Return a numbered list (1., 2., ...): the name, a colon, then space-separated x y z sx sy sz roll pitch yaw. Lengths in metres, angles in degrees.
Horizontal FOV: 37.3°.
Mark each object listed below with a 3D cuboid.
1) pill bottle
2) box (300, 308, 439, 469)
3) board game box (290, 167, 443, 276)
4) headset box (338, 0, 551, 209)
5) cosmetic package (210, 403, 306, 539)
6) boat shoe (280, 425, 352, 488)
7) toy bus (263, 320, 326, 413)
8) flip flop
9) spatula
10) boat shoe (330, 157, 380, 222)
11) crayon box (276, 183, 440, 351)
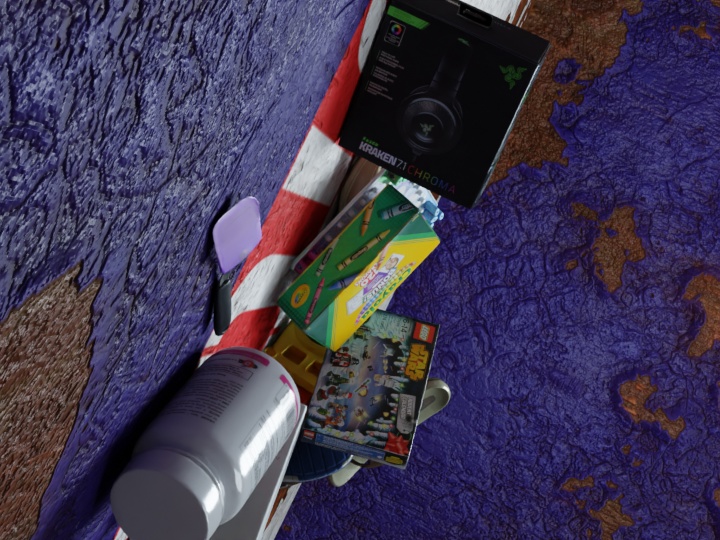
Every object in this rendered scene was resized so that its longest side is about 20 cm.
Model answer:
1. pill bottle: -0.141 0.165 0.990 0.114 0.113 0.200 -67 173 31
2. box: 0.015 0.141 1.361 0.040 0.136 0.201 102 4 -54
3. board game box: 0.017 -0.041 1.384 0.200 0.026 0.200 -46 157 -1
4. headset box: 0.095 -0.201 1.183 0.201 0.174 0.093 -66 174 31
5. cosmetic package: -0.142 0.239 1.249 0.074 0.101 0.201 104 7 -68
6. boat shoe: -0.106 0.243 1.361 0.072 0.199 0.073 80 1 -70
7. toy bus: -0.051 0.167 1.430 0.192 0.199 0.136 -44 160 -50
8. flip flop: 0.039 0.217 1.395 0.200 0.058 0.081 -33 140 -6
9. spatula: -0.117 0.005 0.955 0.057 0.021 0.200 -45 167 -32
10. boat shoe: 0.004 -0.084 1.422 0.201 0.065 0.072 -67 173 27
11. crayon box: 0.000 0.000 1.315 0.200 0.058 0.119 -46 156 0
